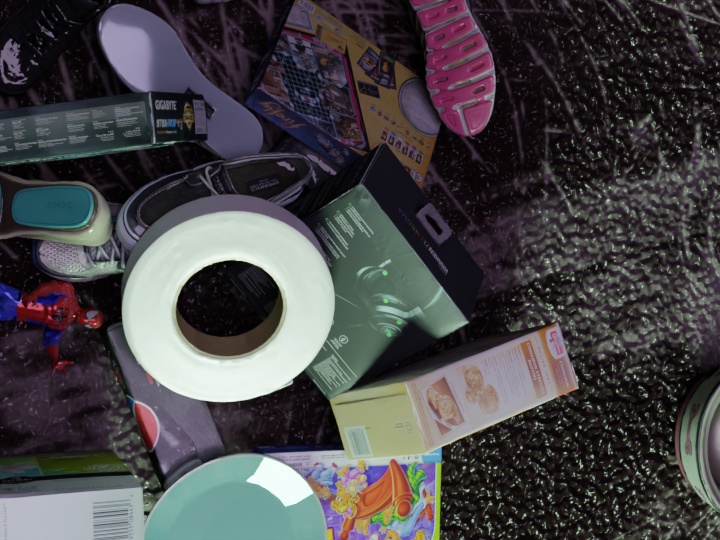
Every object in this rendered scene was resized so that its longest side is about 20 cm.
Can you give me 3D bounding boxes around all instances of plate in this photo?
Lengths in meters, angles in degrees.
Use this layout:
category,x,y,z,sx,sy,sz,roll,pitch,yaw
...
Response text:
category,x,y,z,sx,sy,sz,roll,pitch,yaw
plate,-0.126,0.273,1.269,0.197,0.026,0.204,-5,102,-23

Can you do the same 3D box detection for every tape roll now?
category,x,y,z,sx,sy,sz,roll,pitch,yaw
tape roll,-0.121,0.028,1.199,0.199,0.037,0.206,-5,120,-9

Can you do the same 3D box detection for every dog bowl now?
category,x,y,z,sx,sy,sz,roll,pitch,yaw
dog bowl,0.456,0.197,1.522,0.197,0.074,0.204,-1,92,-22

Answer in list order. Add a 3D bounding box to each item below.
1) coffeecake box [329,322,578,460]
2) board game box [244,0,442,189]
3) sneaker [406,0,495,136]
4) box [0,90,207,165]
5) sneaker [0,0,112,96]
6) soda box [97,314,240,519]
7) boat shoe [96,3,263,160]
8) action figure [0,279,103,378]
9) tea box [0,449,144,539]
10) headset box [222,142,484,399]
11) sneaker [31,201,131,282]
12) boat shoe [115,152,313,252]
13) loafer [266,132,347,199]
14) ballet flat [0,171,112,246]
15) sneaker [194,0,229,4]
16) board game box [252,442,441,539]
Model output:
category,x,y,z,sx,sy,sz,roll,pitch,yaw
coffeecake box,0.093,0.122,1.313,0.198,0.153,0.074,-18,89,-32
board game box,-0.010,-0.173,1.320,0.199,0.035,0.137,32,55,-19
sneaker,0.094,-0.239,1.355,0.073,0.087,0.203,-18,91,9
box,-0.250,-0.124,1.153,0.196,0.159,0.047,-6,95,11
sneaker,-0.272,-0.249,1.208,0.060,0.104,0.201,41,78,-18
soda box,-0.189,0.135,1.278,0.070,0.063,0.203,-24,100,-18
boat shoe,-0.180,-0.179,1.266,0.198,0.068,0.074,36,79,-25
action figure,-0.331,0.040,1.201,0.197,0.099,0.066,9,109,-23
tea box,-0.273,0.280,1.179,0.131,0.196,0.204,-1,93,-20
headset box,0.000,0.000,1.268,0.175,0.199,0.093,50,31,-14
sneaker,-0.215,-0.033,1.249,0.197,0.085,0.078,-9,95,-20
boat shoe,-0.134,-0.075,1.214,0.198,0.071,0.073,-24,83,-29
loafer,-0.005,-0.075,1.337,0.200,0.073,0.073,44,73,-18
ballet flat,-0.319,-0.056,1.207,0.197,0.069,0.071,10,88,15
sneaker,-0.159,-0.357,1.262,0.099,0.075,0.203,-26,101,-19
board game box,-0.014,0.251,1.358,0.197,0.045,0.137,0,92,-21
